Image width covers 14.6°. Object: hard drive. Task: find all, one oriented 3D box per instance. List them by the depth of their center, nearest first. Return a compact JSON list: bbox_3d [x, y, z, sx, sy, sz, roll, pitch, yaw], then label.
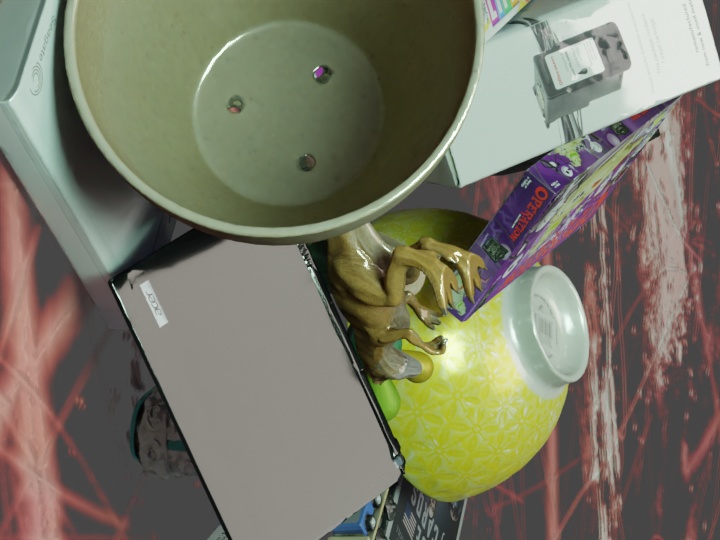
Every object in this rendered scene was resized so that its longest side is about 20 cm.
[{"bbox_3d":[-0.134,-0.079,1.414,0.200,0.027,0.132,65,32,-53],"label":"hard drive"}]

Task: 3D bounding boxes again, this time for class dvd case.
[{"bbox_3d":[0.043,0.146,1.966,0.150,0.025,0.201,66,30,-51],"label":"dvd case"}]

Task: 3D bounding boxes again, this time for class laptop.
[{"bbox_3d":[-0.056,0.046,1.512,0.200,0.103,0.178,-126,-168,-78],"label":"laptop"}]

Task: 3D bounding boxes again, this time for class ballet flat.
[{"bbox_3d":[-0.066,0.067,1.571,0.200,0.071,0.072,-51,139,-62],"label":"ballet flat"}]

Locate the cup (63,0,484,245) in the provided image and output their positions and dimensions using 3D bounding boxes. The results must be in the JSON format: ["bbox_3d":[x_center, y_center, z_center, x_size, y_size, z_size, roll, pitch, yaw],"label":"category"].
[{"bbox_3d":[-0.038,-0.096,1.395,0.143,0.199,0.201,81,15,-76],"label":"cup"}]

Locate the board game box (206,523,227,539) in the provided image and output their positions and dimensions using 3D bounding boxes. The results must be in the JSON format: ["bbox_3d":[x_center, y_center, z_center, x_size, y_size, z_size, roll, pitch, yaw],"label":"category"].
[{"bbox_3d":[-0.077,0.271,1.566,0.200,0.056,0.197,-48,136,-63],"label":"board game box"}]

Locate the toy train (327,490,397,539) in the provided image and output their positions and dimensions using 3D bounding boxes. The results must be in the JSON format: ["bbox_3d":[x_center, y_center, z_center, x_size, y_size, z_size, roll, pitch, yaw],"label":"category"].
[{"bbox_3d":[0.014,0.110,1.859,0.046,0.034,0.200,65,30,-42],"label":"toy train"}]

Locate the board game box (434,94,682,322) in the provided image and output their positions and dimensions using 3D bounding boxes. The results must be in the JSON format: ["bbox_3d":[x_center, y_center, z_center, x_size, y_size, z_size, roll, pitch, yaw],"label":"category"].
[{"bbox_3d":[0.129,-0.049,1.803,0.120,0.032,0.200,-51,172,36],"label":"board game box"}]

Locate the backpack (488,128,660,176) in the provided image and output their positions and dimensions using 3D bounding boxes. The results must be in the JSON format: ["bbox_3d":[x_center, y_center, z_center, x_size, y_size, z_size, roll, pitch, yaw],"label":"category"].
[{"bbox_3d":[0.106,-0.179,1.938,0.154,0.163,0.201,13,72,-56],"label":"backpack"}]

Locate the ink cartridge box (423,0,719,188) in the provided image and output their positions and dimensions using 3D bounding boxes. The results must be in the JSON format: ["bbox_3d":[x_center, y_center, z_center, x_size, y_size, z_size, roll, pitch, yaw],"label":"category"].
[{"bbox_3d":[0.101,-0.126,1.769,0.145,0.199,0.084,14,-56,66],"label":"ink cartridge box"}]

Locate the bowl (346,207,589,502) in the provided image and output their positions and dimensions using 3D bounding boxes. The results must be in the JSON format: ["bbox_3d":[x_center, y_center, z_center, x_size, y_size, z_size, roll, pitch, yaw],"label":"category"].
[{"bbox_3d":[0.088,0.047,1.874,0.200,0.107,0.201,32,51,-51],"label":"bowl"}]

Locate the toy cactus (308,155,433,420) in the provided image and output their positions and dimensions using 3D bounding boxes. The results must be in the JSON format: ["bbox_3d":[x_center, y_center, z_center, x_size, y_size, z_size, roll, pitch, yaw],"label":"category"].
[{"bbox_3d":[0.000,0.000,1.647,0.165,0.102,0.201,-174,-107,-67],"label":"toy cactus"}]

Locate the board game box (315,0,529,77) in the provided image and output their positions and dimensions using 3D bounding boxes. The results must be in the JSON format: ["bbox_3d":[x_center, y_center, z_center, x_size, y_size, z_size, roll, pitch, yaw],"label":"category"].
[{"bbox_3d":[0.025,-0.152,1.710,0.200,0.134,0.034,-47,122,-64],"label":"board game box"}]

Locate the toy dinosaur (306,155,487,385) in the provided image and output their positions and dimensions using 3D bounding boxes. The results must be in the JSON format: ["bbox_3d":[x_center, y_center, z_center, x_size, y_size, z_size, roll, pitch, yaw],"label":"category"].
[{"bbox_3d":[0.004,-0.004,1.512,0.060,0.106,0.200,-63,142,-45],"label":"toy dinosaur"}]

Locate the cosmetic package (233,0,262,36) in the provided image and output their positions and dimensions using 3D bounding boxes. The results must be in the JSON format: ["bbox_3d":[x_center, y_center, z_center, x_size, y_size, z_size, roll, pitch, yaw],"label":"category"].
[{"bbox_3d":[-0.067,-0.216,1.533,0.102,0.071,0.200,73,26,-46],"label":"cosmetic package"}]
